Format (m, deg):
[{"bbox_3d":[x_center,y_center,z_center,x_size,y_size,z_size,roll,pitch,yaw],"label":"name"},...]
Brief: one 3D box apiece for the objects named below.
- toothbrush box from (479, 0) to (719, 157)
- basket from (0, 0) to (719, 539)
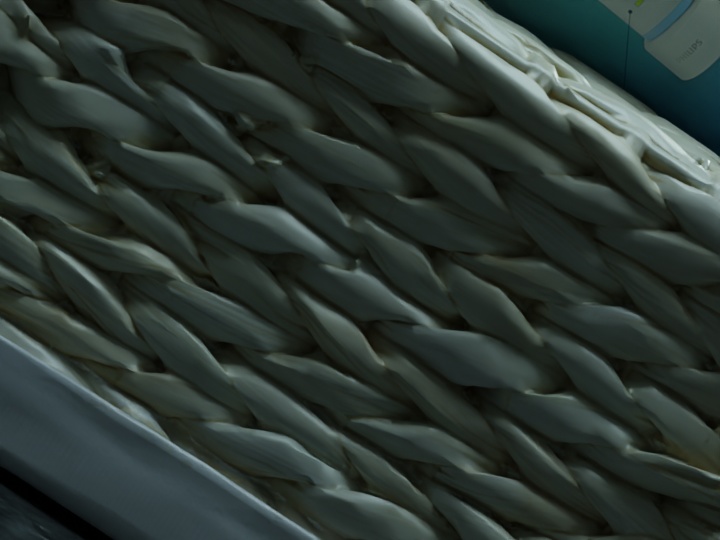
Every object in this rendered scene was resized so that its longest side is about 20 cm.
[{"bbox_3d":[0.022,-0.082,0.677,0.200,0.146,0.085,36,38,-5],"label":"toothbrush box"},{"bbox_3d":[0.003,0.003,0.586,0.200,0.123,0.136,35,7,0],"label":"basket"}]
